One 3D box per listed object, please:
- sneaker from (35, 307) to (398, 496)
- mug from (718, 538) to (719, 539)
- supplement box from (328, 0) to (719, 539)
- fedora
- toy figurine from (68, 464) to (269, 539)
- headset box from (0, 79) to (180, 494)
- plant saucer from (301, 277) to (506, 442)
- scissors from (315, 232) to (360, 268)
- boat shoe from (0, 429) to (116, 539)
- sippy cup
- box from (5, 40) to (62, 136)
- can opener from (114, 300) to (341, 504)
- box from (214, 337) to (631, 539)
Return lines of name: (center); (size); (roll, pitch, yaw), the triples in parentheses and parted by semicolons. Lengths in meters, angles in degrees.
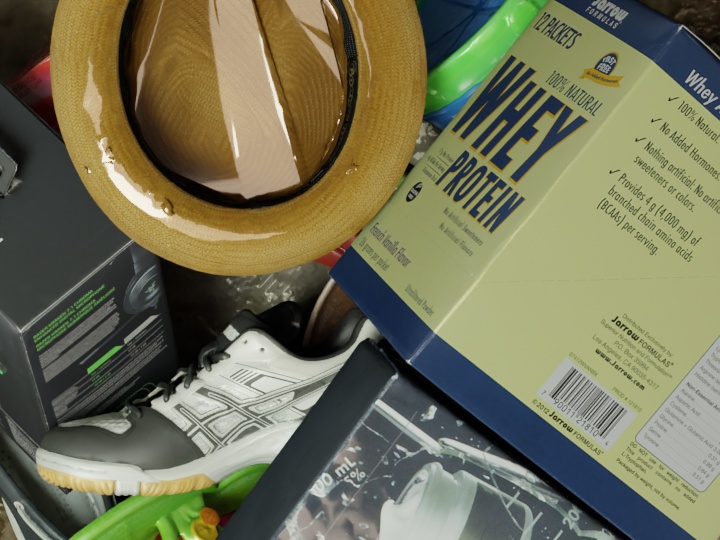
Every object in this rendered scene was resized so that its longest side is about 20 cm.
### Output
sneaker: (-0.075, 0.065, 1.383); (0.199, 0.076, 0.088); (-8, 100, -14)
mug: (0.193, 0.117, 1.472); (0.133, 0.178, 0.200); (7, 126, -40)
supplement box: (0.133, -0.001, 1.294); (0.200, 0.134, 0.200); (38, 93, -25)
fedora: (-0.062, -0.099, 1.320); (0.199, 0.082, 0.202); (0, 92, -6)
toy figurine: (-0.070, 0.218, 1.449); (0.184, 0.200, 0.150); (51, 136, 16)
headset box: (-0.190, -0.006, 1.401); (0.174, 0.093, 0.200); (42, 159, 24)
plant saucer: (0.068, 0.057, 1.427); (0.199, 0.037, 0.202); (2, 106, 8)
scissors: (0.000, 0.000, 1.504); (0.200, 0.014, 0.073); (42, 109, -8)
boat shoe: (-0.197, 0.081, 1.507); (0.075, 0.060, 0.200); (-32, 83, -23)
sippy cup: (0.099, -0.102, 1.390); (0.130, 0.140, 0.178); (41, 150, -18)
box: (-0.088, -0.121, 1.426); (0.200, 0.096, 0.100); (-35, 102, 19)
can opener: (-0.081, 0.069, 1.495); (0.200, 0.063, 0.079); (-36, 71, 34)
box: (0.027, 0.175, 1.317); (0.196, 0.124, 0.200); (36, 90, -9)
